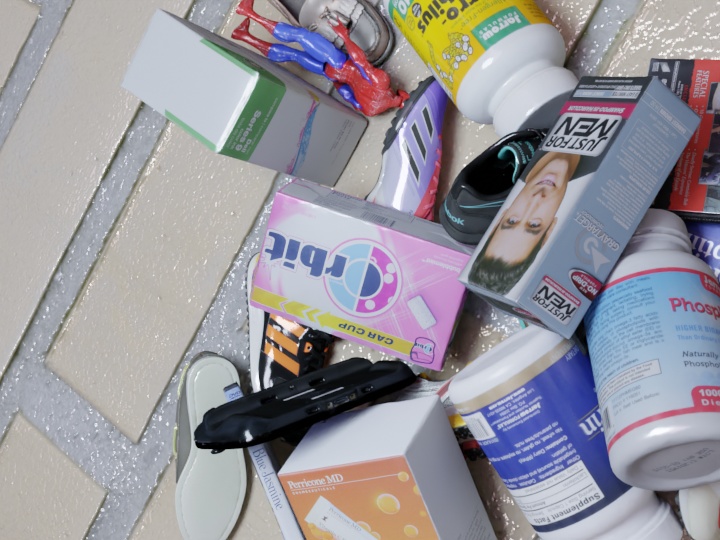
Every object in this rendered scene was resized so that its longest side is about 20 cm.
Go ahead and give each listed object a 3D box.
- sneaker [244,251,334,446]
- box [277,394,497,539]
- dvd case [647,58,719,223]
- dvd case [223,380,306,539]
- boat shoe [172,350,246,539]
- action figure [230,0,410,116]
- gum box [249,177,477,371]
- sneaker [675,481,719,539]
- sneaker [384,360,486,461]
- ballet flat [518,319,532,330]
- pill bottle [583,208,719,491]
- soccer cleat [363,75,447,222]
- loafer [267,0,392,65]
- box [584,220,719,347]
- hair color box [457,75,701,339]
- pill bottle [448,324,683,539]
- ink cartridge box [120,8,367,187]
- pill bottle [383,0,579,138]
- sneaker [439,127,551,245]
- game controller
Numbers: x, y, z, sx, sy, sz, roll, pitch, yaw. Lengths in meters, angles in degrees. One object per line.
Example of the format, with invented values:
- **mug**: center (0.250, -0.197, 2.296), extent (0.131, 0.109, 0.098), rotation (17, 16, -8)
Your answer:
- **sneaker**: center (-0.058, 0.068, 1.090), extent (0.090, 0.070, 0.201), rotation (-17, 73, 30)
- **box**: center (0.034, 0.224, 0.951), extent (0.124, 0.098, 0.201), rotation (-14, 107, 27)
- **dvd case**: center (0.324, -0.104, 0.897), extent (0.199, 0.022, 0.147), rotation (5, 71, 27)
- **dvd case**: center (-0.071, 0.215, 1.028), extent (0.017, 0.143, 0.201), rotation (-25, 60, -5)
- **boat shoe**: center (-0.157, 0.183, 1.137), extent (0.060, 0.072, 0.203), rotation (-156, 68, -70)
- **action figure**: center (-0.030, -0.208, 1.094), extent (0.199, 0.052, 0.066), rotation (32, 143, 4)
- **gum box**: center (0.000, 0.000, 1.014), extent (0.199, 0.066, 0.114), rotation (19, 109, 8)
- **sneaker**: center (0.316, 0.128, 0.869), extent (0.093, 0.070, 0.201), rotation (16, 88, 36)
- **sneaker**: center (0.051, 0.144, 1.027), extent (0.199, 0.078, 0.083), rotation (-22, 48, 28)
- **ballet flat**: center (0.155, -0.019, 0.987), extent (0.071, 0.069, 0.201), rotation (-27, 67, 19)
- **pill bottle**: center (0.230, 0.057, 0.848), extent (0.108, 0.109, 0.201), rotation (-22, 53, 25)
- **soccer cleat**: center (0.050, -0.085, 1.058), extent (0.073, 0.068, 0.201), rotation (25, 98, 17)
- **loafer**: center (-0.054, -0.275, 1.139), extent (0.200, 0.063, 0.072), rotation (41, 104, 27)
- **box**: center (0.274, -0.006, 0.935), extent (0.121, 0.032, 0.201), rotation (25, 96, 30)
- **hair color box**: center (0.169, -0.054, 0.869), extent (0.201, 0.061, 0.099), rotation (-58, 24, -4)
- **pill bottle**: center (0.169, 0.149, 0.899), extent (0.115, 0.116, 0.201), rotation (-33, 90, 22)
- **ink cartridge box**: center (-0.108, -0.163, 1.077), extent (0.145, 0.200, 0.088), rotation (35, 104, 28)
- **pill bottle**: center (0.115, -0.206, 1.005), extent (0.113, 0.113, 0.200), rotation (-41, 66, 19)
- **sneaker**: center (0.161, -0.087, 0.947), extent (0.199, 0.079, 0.076), rotation (-28, 63, -9)
- **game controller**: center (-0.046, 0.118, 0.969), extent (0.104, 0.199, 0.042), rotation (2, 105, 51)
